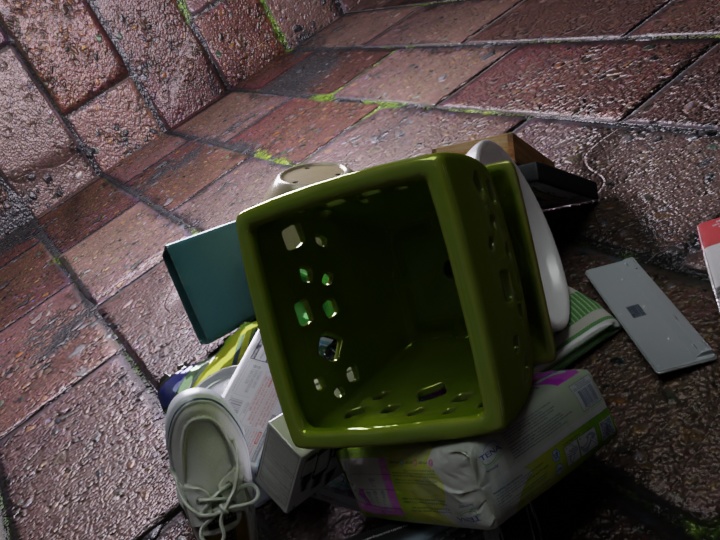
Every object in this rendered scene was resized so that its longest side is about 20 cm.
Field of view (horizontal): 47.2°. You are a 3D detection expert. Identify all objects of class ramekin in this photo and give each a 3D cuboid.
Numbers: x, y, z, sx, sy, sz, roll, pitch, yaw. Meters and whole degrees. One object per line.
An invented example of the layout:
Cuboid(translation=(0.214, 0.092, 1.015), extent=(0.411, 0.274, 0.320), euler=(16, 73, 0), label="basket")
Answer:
Cuboid(translation=(0.126, -0.019, 0.836), extent=(0.097, 0.201, 0.201), euler=(-24, 25, 26), label="ramekin")

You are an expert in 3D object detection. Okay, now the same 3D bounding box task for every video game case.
Cuboid(translation=(-0.053, 0.144, 0.863), extent=(0.179, 0.024, 0.201), euler=(15, 38, 8), label="video game case")
Cuboid(translation=(0.175, -0.092, 1.020), extent=(0.179, 0.026, 0.199), euler=(-9, -7, 35), label="video game case")

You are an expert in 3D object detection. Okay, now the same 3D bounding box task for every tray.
Cuboid(translation=(0.169, -0.123, 1.012), extent=(0.097, 0.038, 0.199), euler=(-8, -5, 26), label="tray")

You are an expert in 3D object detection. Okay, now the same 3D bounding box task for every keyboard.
Cuboid(translation=(0.282, 0.040, 0.820), extent=(0.056, 0.011, 0.201), euler=(-20, 27, 5), label="keyboard")

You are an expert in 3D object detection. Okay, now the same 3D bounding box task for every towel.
Cuboid(translation=(0.168, 0.061, 0.894), extent=(0.151, 0.024, 0.200), euler=(-33, 24, -9), label="towel")

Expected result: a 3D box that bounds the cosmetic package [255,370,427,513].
Cuboid(translation=(-0.006, 0.141, 0.782), extent=(0.051, 0.083, 0.199), euler=(39, 44, 25), label="cosmetic package")

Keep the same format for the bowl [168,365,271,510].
Cuboid(translation=(-0.142, 0.173, 0.931), extent=(0.199, 0.091, 0.202), euler=(-23, 27, 13), label="bowl")

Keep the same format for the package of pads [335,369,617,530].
Cuboid(translation=(0.085, 0.145, 0.679), extent=(0.153, 0.069, 0.199), euler=(-24, 2, -33), label="package of pads")

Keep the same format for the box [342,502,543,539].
Cuboid(translation=(0.050, 0.259, 0.624), extent=(0.198, 0.050, 0.158), euler=(-23, 26, 12), label="box")

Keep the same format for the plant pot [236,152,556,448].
Cuboid(translation=(0.044, 0.016, 0.674), extent=(0.198, 0.202, 0.181), euler=(-12, 4, 35), label="plant pot")

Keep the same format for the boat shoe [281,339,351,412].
Cuboid(translation=(-0.013, 0.099, 0.845), extent=(0.062, 0.075, 0.199), euler=(41, 41, 22), label="boat shoe")

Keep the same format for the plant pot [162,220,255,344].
Cuboid(translation=(-0.162, -0.002, 1.180), extent=(0.198, 0.143, 0.141), euler=(-25, 2, -17), label="plant pot")

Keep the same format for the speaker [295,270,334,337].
Cuboid(translation=(0.000, 0.000, 0.894), extent=(0.088, 0.090, 0.199), euler=(-5, 18, 40), label="speaker")

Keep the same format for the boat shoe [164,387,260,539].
Cuboid(translation=(-0.127, 0.207, 0.733), extent=(0.073, 0.205, 0.086), euler=(-11, 25, -14), label="boat shoe")

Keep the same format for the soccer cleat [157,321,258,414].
Cuboid(translation=(-0.170, 0.133, 1.084), extent=(0.199, 0.065, 0.084), euler=(-33, 55, -16), label="soccer cleat")

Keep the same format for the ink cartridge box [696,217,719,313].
Cuboid(translation=(0.373, 0.023, 0.679), extent=(0.145, 0.084, 0.201), euler=(-18, 28, 24), label="ink cartridge box")

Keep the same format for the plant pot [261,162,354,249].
Cuboid(translation=(-0.051, -0.057, 1.033), extent=(0.197, 0.136, 0.201), euler=(-4, 25, 2), label="plant pot")
